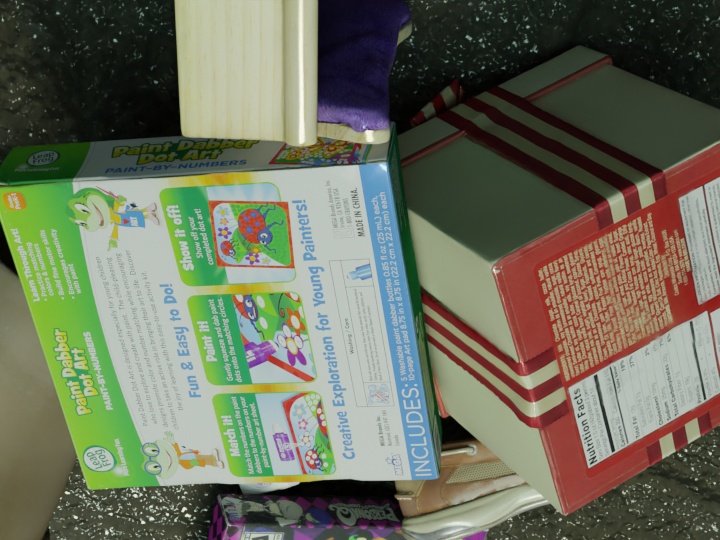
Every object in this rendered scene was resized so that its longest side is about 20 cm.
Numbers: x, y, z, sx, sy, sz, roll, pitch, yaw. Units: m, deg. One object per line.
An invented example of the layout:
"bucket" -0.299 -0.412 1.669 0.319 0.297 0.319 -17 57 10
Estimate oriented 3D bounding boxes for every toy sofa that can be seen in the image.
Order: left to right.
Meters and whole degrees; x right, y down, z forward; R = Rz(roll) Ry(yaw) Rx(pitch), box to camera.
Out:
"toy sofa" -0.026 -0.135 0.762 0.097 0.200 0.083 3 117 5

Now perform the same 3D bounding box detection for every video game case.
"video game case" -0.027 0.238 1.020 0.181 0.036 0.200 5 118 -22

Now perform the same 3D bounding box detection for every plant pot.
"plant pot" -0.232 0.067 0.884 0.200 0.200 0.174 35 96 -17

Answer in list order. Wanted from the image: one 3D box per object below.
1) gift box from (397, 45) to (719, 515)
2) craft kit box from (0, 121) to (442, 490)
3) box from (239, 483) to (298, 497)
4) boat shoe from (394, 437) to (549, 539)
"gift box" 0.121 -0.005 0.838 0.200 0.187 0.185 -24 119 -18
"craft kit box" -0.067 0.025 0.786 0.197 0.049 0.200 -4 124 8
"box" -0.087 0.048 0.945 0.039 0.041 0.200 -17 115 8
"boat shoe" 0.114 0.109 0.959 0.200 0.076 0.072 -18 84 -7
